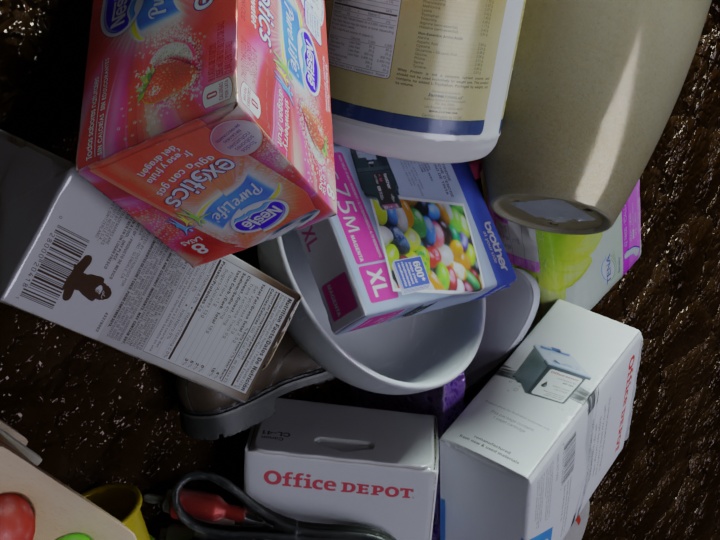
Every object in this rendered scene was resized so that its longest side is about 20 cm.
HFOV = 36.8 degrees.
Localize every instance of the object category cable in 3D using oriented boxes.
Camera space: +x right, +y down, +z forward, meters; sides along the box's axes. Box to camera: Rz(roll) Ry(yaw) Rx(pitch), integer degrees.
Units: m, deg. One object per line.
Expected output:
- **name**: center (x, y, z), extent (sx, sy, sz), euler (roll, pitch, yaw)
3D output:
- **cable**: center (-0.065, 0.189, 0.792), extent (0.197, 0.050, 0.099), euler (0, 99, -7)

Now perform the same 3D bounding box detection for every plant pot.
- **plant pot**: center (0.158, -0.137, 0.811), extent (0.187, 0.185, 0.203), euler (28, 70, -51)

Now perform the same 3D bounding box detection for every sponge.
- **sponge**: center (0.035, 0.154, 0.918), extent (0.030, 0.111, 0.203), euler (-22, 124, -39)

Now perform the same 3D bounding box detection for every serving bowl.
- **serving bowl**: center (0.000, 0.000, 0.783), extent (0.199, 0.066, 0.202), euler (23, 52, -33)

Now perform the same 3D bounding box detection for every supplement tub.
- **supplement tub**: center (0.040, -0.186, 0.725), extent (0.143, 0.144, 0.203), euler (-10, 116, -46)

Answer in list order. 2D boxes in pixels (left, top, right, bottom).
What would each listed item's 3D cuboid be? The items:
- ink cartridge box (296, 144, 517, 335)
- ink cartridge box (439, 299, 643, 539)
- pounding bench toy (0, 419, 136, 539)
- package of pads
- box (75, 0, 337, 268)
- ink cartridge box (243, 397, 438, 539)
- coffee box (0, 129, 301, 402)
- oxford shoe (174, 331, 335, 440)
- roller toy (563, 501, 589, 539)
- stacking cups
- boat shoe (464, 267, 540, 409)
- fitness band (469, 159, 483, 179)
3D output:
- **ink cartridge box**: center (0.039, -0.032, 0.763), extent (0.199, 0.042, 0.121), euler (-10, 74, -48)
- **ink cartridge box**: center (0.151, 0.145, 0.902), extent (0.200, 0.085, 0.148), euler (-43, 142, -40)
- **pounding bench toy**: center (-0.209, 0.164, 0.609), extent (0.125, 0.155, 0.200), euler (-53, 140, -14)
- **package of pads**: center (0.184, -0.045, 0.966), extent (0.154, 0.068, 0.201), euler (-41, 137, -25)
- **box**: center (-0.078, -0.119, 0.581), extent (0.103, 0.094, 0.202), euler (45, 33, -50)
- **ink cartridge box**: center (-0.017, 0.212, 0.853), extent (0.086, 0.145, 0.203), euler (-80, 176, -69)
- **coffee box**: center (-0.144, -0.002, 0.634), extent (0.200, 0.114, 0.080), euler (33, 83, -52)
- **oxford shoe**: center (-0.052, 0.042, 0.796), extent (0.199, 0.072, 0.085), euler (-30, 121, -40)
- **roller toy**: center (0.119, 0.246, 1.040), extent (0.199, 0.139, 0.184), euler (-7, 124, -51)
- **stacking cups**: center (-0.154, 0.247, 0.765), extent (0.060, 0.060, 0.202), euler (-32, 121, -34)
- **boat shoe**: center (0.096, 0.077, 0.949), extent (0.067, 0.072, 0.201), euler (0, 130, -52)
- **fitness band**: center (0.098, -0.037, 0.952), extent (0.199, 0.037, 0.145), euler (-18, 122, -42)
